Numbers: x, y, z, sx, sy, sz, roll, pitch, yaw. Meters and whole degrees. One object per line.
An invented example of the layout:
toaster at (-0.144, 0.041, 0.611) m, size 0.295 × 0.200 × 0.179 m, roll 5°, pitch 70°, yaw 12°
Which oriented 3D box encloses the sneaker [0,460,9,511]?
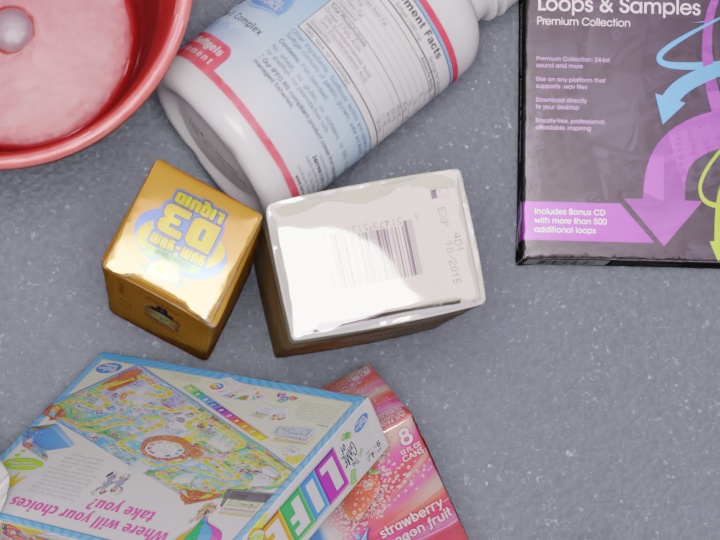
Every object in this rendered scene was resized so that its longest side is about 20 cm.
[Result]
sneaker at (-0.284, 0.149, 1.245) m, size 0.129 × 0.079 × 0.200 m, roll 26°, pitch 80°, yaw 34°

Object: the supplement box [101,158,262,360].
supplement box at (-0.093, -0.002, 1.279) m, size 0.066 × 0.200 × 0.069 m, roll 28°, pitch 84°, yaw -1°

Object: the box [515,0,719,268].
box at (0.161, -0.103, 1.390) m, size 0.142 × 0.036 × 0.202 m, roll 1°, pitch 83°, yaw -4°

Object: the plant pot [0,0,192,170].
plant pot at (-0.188, -0.140, 1.297) m, size 0.199 × 0.177 × 0.202 m, roll 0°, pitch 85°, yaw -4°

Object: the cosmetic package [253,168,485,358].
cosmetic package at (0.000, 0.000, 1.286) m, size 0.104 × 0.200 × 0.072 m, roll -11°, pitch 86°, yaw -4°

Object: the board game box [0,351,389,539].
board game box at (-0.102, 0.107, 1.260) m, size 0.134 × 0.199 × 0.034 m, roll -46°, pitch 128°, yaw -34°

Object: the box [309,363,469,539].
box at (-0.052, 0.148, 1.307) m, size 0.199 × 0.095 × 0.103 m, roll -26°, pitch 109°, yaw -6°

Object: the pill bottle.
pill bottle at (-0.007, -0.126, 1.340) m, size 0.200 × 0.109 × 0.109 m, roll -40°, pitch 88°, yaw -13°
